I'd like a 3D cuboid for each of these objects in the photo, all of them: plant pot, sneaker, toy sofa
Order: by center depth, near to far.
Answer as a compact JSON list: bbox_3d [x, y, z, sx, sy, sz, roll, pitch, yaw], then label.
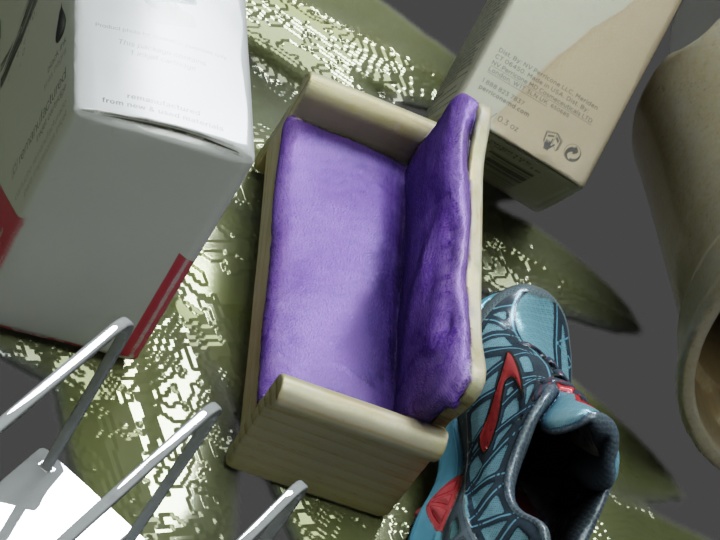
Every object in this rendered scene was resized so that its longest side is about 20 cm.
[{"bbox_3d":[0.082,0.080,1.184,0.079,0.095,0.201,37,41,-26],"label":"sneaker"},{"bbox_3d":[0.000,0.000,1.209,0.082,0.098,0.201,20,45,-17],"label":"toy sofa"},{"bbox_3d":[0.222,-0.027,1.313,0.200,0.201,0.184,9,38,-26],"label":"plant pot"}]

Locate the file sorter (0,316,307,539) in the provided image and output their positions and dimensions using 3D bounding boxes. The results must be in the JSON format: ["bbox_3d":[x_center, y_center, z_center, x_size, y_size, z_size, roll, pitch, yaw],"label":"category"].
[{"bbox_3d":[-0.072,0.141,1.017,0.200,0.125,0.139,42,43,6],"label":"file sorter"}]

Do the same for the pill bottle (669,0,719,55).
[{"bbox_3d":[0.268,-0.133,1.488,0.199,0.112,0.112,-13,60,-41],"label":"pill bottle"}]

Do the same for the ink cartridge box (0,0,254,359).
[{"bbox_3d":[-0.112,-0.087,1.179,0.084,0.146,0.201,15,46,-20],"label":"ink cartridge box"}]

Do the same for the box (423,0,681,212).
[{"bbox_3d":[0.112,-0.138,1.336,0.078,0.095,0.201,30,80,-6],"label":"box"}]
